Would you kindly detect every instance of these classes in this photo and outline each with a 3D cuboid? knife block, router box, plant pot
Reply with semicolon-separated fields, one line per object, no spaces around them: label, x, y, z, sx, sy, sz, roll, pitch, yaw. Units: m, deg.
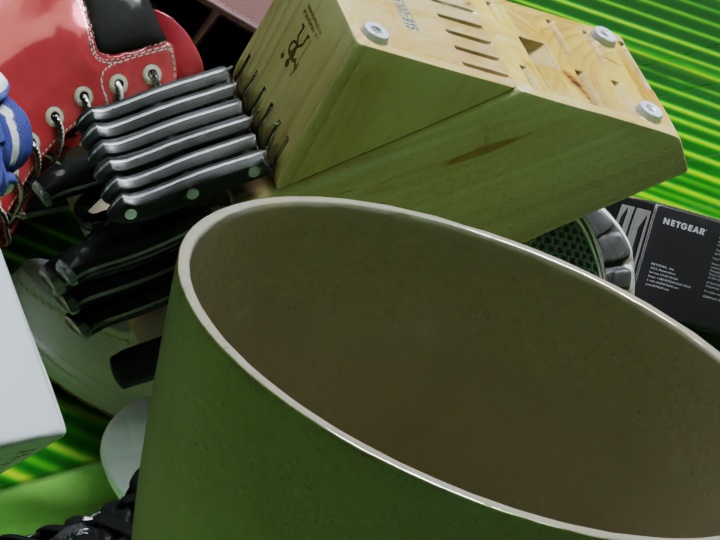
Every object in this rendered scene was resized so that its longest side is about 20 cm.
knife block;-0.009;-0.021;1.025;0.200;0.176;0.064;13;34;-30
router box;0.201;0.011;1.385;0.200;0.052;0.157;16;2;-14
plant pot;0.005;0.109;0.836;0.187;0.200;0.187;18;22;-8

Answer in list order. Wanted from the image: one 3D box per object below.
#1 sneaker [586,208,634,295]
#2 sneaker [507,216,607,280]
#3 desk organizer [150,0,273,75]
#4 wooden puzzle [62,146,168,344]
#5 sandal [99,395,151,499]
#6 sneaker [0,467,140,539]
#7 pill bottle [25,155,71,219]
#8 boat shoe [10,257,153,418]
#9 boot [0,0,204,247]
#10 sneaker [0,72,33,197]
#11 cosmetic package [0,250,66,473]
sneaker;0.044;-0.038;1.278;0.200;0.077;0.085;51;-3;14
sneaker;0.071;0.066;1.017;0.080;0.075;0.200;8;70;-25
desk organizer;-0.098;-0.121;1.192;0.200;0.072;0.077;29;32;-16
wooden puzzle;0.000;0.000;1.116;0.200;0.037;0.185;4;30;-25
sandal;0.000;0.094;1.061;0.206;0.059;0.079;5;42;-24
sneaker;-0.087;0.088;0.911;0.200;0.112;0.073;13;6;-28
pill bottle;-0.171;-0.073;1.227;0.111;0.112;0.200;31;23;24
boat shoe;-0.052;0.034;1.140;0.200;0.069;0.071;26;22;12
boot;-0.126;-0.036;1.088;0.144;0.072;0.200;-2;71;-13
sneaker;-0.146;-0.049;0.951;0.088;0.075;0.200;-4;11;-23
cosmetic package;-0.202;0.051;0.899;0.200;0.101;0.071;-9;73;-51
